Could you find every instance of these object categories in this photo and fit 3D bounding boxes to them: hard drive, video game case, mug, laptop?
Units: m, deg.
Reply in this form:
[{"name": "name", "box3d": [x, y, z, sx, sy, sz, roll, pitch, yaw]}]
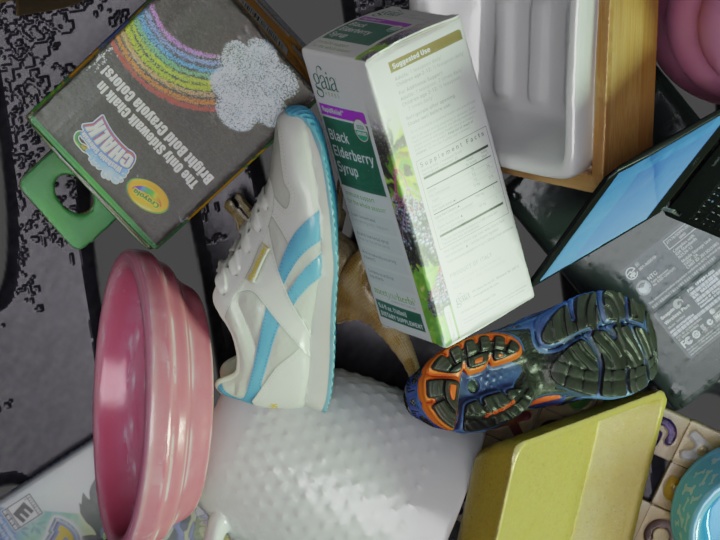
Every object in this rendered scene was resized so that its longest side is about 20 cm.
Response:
[{"name": "hard drive", "box3d": [0.208, -0.023, 1.581, 0.139, 0.033, 0.200, -39, 98, 9]}, {"name": "video game case", "box3d": [-0.144, 0.207, 1.642, 0.182, 0.022, 0.200, -33, 98, 7]}, {"name": "mug", "box3d": [-0.032, 0.160, 1.550, 0.175, 0.148, 0.201, 23, 63, 0]}, {"name": "laptop", "box3d": [0.234, -0.026, 1.462, 0.199, 0.177, 0.104, 23, 64, -3]}]

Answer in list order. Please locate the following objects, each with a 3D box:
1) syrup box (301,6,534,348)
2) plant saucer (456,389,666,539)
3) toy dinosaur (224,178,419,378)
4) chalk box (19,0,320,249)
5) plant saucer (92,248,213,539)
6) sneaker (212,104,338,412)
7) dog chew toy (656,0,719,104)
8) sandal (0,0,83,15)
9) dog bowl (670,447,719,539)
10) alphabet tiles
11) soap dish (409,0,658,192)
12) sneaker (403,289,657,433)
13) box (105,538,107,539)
[{"name": "syrup box", "box3d": [0.037, -0.062, 1.469, 0.081, 0.079, 0.201, -28, 114, -26]}, {"name": "plant saucer", "box3d": [0.120, 0.181, 1.550, 0.048, 0.200, 0.201, 21, 109, 32]}, {"name": "toy dinosaur", "box3d": [0.000, 0.000, 1.574, 0.200, 0.058, 0.101, 42, 99, 18]}, {"name": "chalk box", "box3d": [-0.135, -0.103, 1.531, 0.200, 0.124, 0.125, -41, 98, 10]}, {"name": "plant saucer", "box3d": [-0.137, 0.087, 1.525, 0.051, 0.200, 0.202, 3, 102, -17]}, {"name": "sneaker", "box3d": [-0.053, -0.006, 1.466, 0.080, 0.077, 0.201, 2, 105, 0]}, {"name": "dog chew toy", "box3d": [0.247, -0.162, 1.467, 0.124, 0.200, 0.125, 0, 101, 2]}, {"name": "sandal", "box3d": [-0.288, -0.210, 1.554, 0.211, 0.078, 0.070, -6, 70, -4]}, {"name": "dog bowl", "box3d": [0.276, 0.221, 1.589, 0.111, 0.050, 0.201, -7, 100, 5]}, {"name": "alphabet tiles", "box3d": [0.147, 0.175, 1.633, 0.167, 0.008, 0.201, 23, 101, -5]}, {"name": "soap dish", "box3d": [0.112, -0.142, 1.487, 0.081, 0.200, 0.158, -6, 103, -31]}, {"name": "sneaker", "box3d": [0.112, 0.060, 1.528, 0.199, 0.078, 0.076, -9, 89, -29]}, {"name": "box", "box3d": [-0.206, 0.294, 1.612, 0.200, 0.079, 0.141, -33, 101, 22]}]
